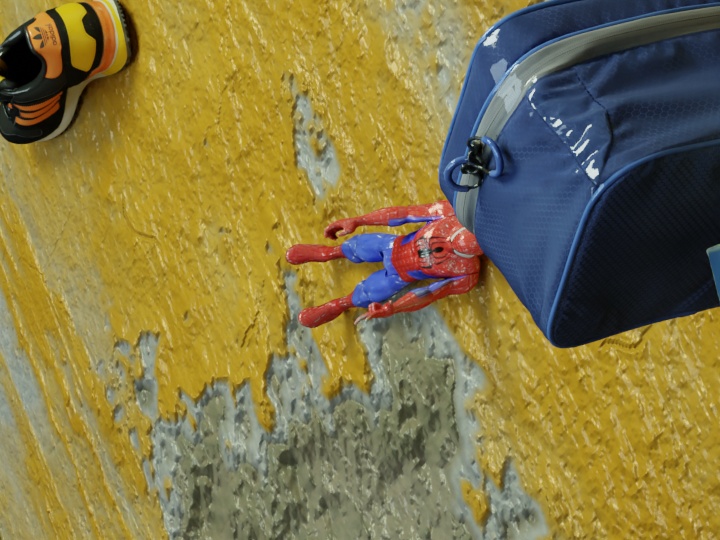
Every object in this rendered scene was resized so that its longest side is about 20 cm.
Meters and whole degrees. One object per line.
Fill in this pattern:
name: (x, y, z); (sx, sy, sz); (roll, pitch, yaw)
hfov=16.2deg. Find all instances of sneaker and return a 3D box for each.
sneaker: (-0.248, -0.147, 1.884); (0.200, 0.090, 0.070); (-33, 71, 54)

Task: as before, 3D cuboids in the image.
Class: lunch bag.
lunch bag: (0.132, -0.061, 1.235); (0.132, 0.200, 0.136); (57, 146, 34)

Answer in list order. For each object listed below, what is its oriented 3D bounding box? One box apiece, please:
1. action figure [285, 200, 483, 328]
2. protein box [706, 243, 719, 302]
action figure: (0.000, 0.000, 1.551); (0.200, 0.099, 0.065); (-16, 87, 54)
protein box: (0.283, 0.058, 1.099); (0.198, 0.135, 0.200); (-20, 82, 57)
